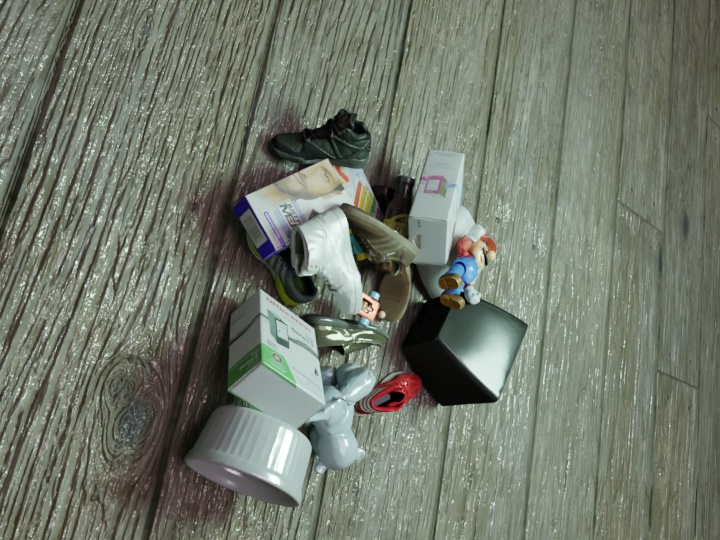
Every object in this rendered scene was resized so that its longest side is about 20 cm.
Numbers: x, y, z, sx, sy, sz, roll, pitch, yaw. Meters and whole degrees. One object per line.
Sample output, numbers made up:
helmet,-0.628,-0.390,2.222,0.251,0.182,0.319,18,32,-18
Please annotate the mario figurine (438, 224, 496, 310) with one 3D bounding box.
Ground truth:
mario figurine,0.236,-0.011,1.270,0.105,0.124,0.201,35,48,3

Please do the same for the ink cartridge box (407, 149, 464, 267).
ink cartridge box,0.160,-0.130,1.291,0.145,0.083,0.202,82,23,-52

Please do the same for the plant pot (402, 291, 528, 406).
plant pot,0.214,0.159,1.351,0.177,0.199,0.201,41,61,-15

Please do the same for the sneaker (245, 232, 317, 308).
sneaker,-0.139,-0.023,1.145,0.074,0.080,0.201,-43,111,-34

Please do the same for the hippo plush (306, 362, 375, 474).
hippo plush,-0.033,0.277,1.138,0.157,0.200,0.163,-19,105,-17

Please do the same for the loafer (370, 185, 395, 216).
loafer,0.096,-0.122,1.360,0.199,0.063,0.073,33,64,-33

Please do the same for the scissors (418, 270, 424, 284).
scissors,0.165,-0.069,1.409,0.073,0.014,0.203,1,99,-52

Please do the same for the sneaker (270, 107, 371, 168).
sneaker,-0.072,-0.261,1.181,0.196,0.115,0.077,5,49,-10

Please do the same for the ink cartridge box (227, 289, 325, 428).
ink cartridge box,-0.145,0.147,1.045,0.146,0.084,0.201,41,18,-30

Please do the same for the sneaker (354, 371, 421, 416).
sneaker,0.079,0.259,1.266,0.198,0.115,0.080,-15,93,-39

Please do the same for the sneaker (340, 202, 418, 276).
sneaker,0.029,-0.053,1.153,0.199,0.070,0.076,30,94,-35

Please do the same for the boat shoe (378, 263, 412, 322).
boat shoe,0.082,0.012,1.332,0.065,0.071,0.203,24,67,-69

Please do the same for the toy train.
toy train,0.000,0.000,1.213,0.149,0.055,0.203,28,73,-30

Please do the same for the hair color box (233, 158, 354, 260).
hair color box,-0.116,-0.114,1.115,0.199,0.065,0.110,-33,93,-38

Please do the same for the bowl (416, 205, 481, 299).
bowl,0.220,-0.035,1.417,0.201,0.074,0.201,-52,132,-32

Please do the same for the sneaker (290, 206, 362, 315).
sneaker,-0.066,0.002,1.080,0.115,0.073,0.203,-27,112,-35

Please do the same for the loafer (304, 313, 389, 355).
loafer,-0.030,0.133,1.230,0.198,0.075,0.071,14,87,-33

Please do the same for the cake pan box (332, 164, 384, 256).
cake pan box,-0.047,-0.123,1.254,0.183,0.052,0.202,-35,107,-34

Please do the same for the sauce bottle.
sauce bottle,0.076,-0.095,1.279,0.065,0.066,0.203,11,87,-37

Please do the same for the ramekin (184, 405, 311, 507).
ramekin,-0.175,0.302,1.005,0.200,0.199,0.099,40,55,-28
